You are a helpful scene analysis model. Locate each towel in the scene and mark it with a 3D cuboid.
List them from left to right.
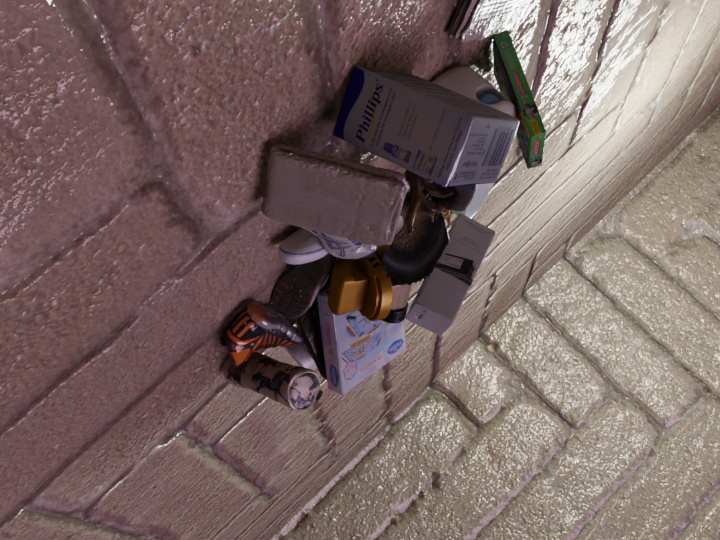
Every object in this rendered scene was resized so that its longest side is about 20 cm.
[{"bbox_3d":[-0.037,-0.105,1.216,0.133,0.198,0.035,106,-1,-49],"label":"towel"},{"bbox_3d":[0.220,-0.427,1.344,0.199,0.034,0.133,-31,157,-40],"label":"towel"}]

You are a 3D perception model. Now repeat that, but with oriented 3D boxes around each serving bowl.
[{"bbox_3d":[0.237,-0.202,1.786,0.201,0.065,0.200,-56,167,-20],"label":"serving bowl"}]

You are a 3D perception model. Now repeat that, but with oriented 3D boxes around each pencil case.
[{"bbox_3d":[-0.160,0.199,1.592,0.089,0.199,0.079,18,86,-47],"label":"pencil case"}]

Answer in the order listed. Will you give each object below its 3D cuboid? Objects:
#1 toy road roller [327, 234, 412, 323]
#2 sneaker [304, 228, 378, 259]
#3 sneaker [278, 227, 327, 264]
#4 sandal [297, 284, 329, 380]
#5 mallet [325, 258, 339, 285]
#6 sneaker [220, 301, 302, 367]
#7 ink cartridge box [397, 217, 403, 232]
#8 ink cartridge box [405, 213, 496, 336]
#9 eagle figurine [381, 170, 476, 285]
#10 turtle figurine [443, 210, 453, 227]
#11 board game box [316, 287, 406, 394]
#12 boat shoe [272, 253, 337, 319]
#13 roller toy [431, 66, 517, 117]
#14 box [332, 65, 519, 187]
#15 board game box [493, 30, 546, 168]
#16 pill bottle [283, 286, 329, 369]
[{"bbox_3d":[0.000,0.000,1.503,0.145,0.200,0.124,-9,133,-27],"label":"toy road roller"},{"bbox_3d":[-0.027,-0.062,1.365,0.199,0.088,0.076,28,83,-45],"label":"sneaker"},{"bbox_3d":[-0.060,-0.081,1.437,0.200,0.073,0.071,-35,138,-35],"label":"sneaker"},{"bbox_3d":[-0.075,0.116,1.643,0.081,0.054,0.201,-28,116,-22],"label":"sandal"},{"bbox_3d":[-0.012,-0.053,1.636,0.201,0.041,0.066,-53,160,8],"label":"mallet"},{"bbox_3d":[-0.188,0.122,1.575,0.112,0.078,0.200,-43,153,7],"label":"sneaker"},{"bbox_3d":[0.090,-0.133,1.665,0.199,0.050,0.109,-35,160,-28],"label":"ink cartridge box"},{"bbox_3d":[0.173,0.012,1.679,0.201,0.084,0.145,-62,177,-16],"label":"ink cartridge box"},{"bbox_3d":[0.084,-0.090,1.359,0.152,0.151,0.200,-45,161,-17],"label":"eagle figurine"},{"bbox_3d":[0.150,-0.106,1.670,0.201,0.064,0.162,-58,176,-41],"label":"turtle figurine"},{"bbox_3d":[0.007,0.101,1.643,0.199,0.041,0.201,-28,122,-42],"label":"board game box"},{"bbox_3d":[-0.088,0.012,1.538,0.073,0.074,0.200,-38,170,-50],"label":"boat shoe"},{"bbox_3d":[0.168,-0.235,1.470,0.200,0.140,0.183,-42,161,-9],"label":"roller toy"},{"bbox_3d":[0.096,-0.207,1.247,0.183,0.199,0.106,-13,127,-59],"label":"box"},{"bbox_3d":[0.273,-0.294,1.499,0.029,0.202,0.135,-17,162,4],"label":"board game box"},{"bbox_3d":[-0.060,0.106,1.732,0.200,0.120,0.120,-42,162,-10],"label":"pill bottle"}]
